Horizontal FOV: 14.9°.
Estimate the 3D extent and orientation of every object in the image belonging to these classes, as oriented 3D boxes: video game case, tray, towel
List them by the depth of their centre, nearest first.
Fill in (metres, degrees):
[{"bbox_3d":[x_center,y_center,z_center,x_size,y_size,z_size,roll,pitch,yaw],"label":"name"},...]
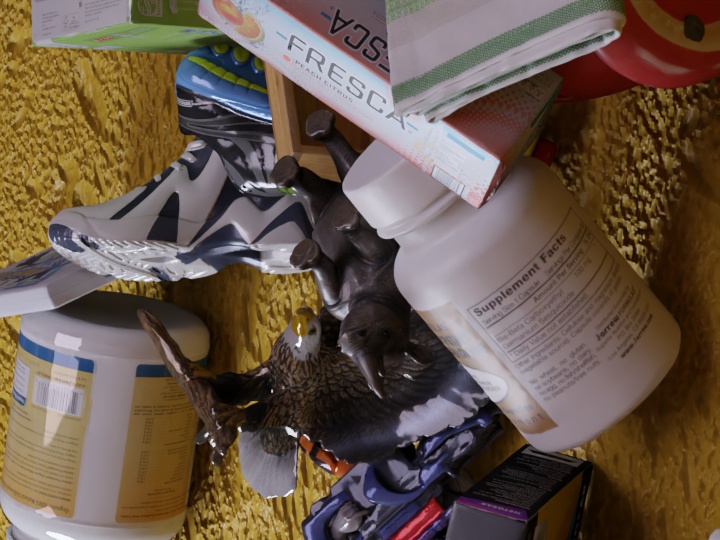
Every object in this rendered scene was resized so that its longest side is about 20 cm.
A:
[{"bbox_3d":[0.074,-0.188,1.463,0.149,0.031,0.201,-21,59,34],"label":"towel"},{"bbox_3d":[-0.013,-0.143,1.789,0.037,0.098,0.201,116,151,-50],"label":"tray"},{"bbox_3d":[-0.207,-0.007,2.071,0.200,0.182,0.022,-9,105,56],"label":"video game case"}]

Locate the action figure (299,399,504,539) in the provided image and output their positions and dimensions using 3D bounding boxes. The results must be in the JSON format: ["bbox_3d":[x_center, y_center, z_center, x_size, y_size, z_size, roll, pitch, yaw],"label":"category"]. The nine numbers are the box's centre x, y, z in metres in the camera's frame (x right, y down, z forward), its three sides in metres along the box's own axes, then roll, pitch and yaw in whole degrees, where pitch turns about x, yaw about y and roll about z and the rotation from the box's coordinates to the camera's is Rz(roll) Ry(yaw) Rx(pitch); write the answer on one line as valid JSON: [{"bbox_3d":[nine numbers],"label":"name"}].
[{"bbox_3d":[0.040,0.112,1.808,0.200,0.105,0.194,-36,62,16],"label":"action figure"}]

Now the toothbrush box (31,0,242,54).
[{"bbox_3d":[-0.108,-0.197,1.905,0.145,0.199,0.087,-4,85,57],"label":"toothbrush box"}]

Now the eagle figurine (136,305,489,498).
[{"bbox_3d":[-0.017,0.050,1.754,0.152,0.199,0.151,66,167,-6],"label":"eagle figurine"}]

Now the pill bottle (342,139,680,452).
[{"bbox_3d":[0.085,-0.002,1.605,0.200,0.114,0.114,49,147,-15],"label":"pill bottle"}]

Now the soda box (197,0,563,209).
[{"bbox_3d":[0.010,-0.124,1.521,0.200,0.068,0.064,35,154,6],"label":"soda box"}]

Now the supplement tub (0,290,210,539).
[{"bbox_3d":[-0.195,0.126,2.077,0.145,0.144,0.201,25,109,53],"label":"supplement tub"}]

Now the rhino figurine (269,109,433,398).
[{"bbox_3d":[0.000,0.000,1.651,0.060,0.087,0.200,-29,44,16],"label":"rhino figurine"}]

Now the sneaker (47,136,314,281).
[{"bbox_3d":[-0.120,-0.067,1.953,0.080,0.198,0.130,73,-165,-67],"label":"sneaker"}]

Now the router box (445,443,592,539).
[{"bbox_3d":[0.081,0.220,1.665,0.051,0.149,0.201,15,105,17],"label":"router box"}]

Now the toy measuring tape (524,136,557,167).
[{"bbox_3d":[0.101,-0.108,1.728,0.073,0.073,0.201,26,95,53],"label":"toy measuring tape"}]

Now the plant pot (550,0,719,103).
[{"bbox_3d":[0.127,-0.192,1.560,0.182,0.200,0.201,7,96,53],"label":"plant pot"}]

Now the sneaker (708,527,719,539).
[{"bbox_3d":[0.221,0.167,1.517,0.076,0.081,0.201,25,109,55],"label":"sneaker"}]

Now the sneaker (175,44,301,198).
[{"bbox_3d":[-0.041,-0.081,1.876,0.199,0.071,0.083,30,134,16],"label":"sneaker"}]
